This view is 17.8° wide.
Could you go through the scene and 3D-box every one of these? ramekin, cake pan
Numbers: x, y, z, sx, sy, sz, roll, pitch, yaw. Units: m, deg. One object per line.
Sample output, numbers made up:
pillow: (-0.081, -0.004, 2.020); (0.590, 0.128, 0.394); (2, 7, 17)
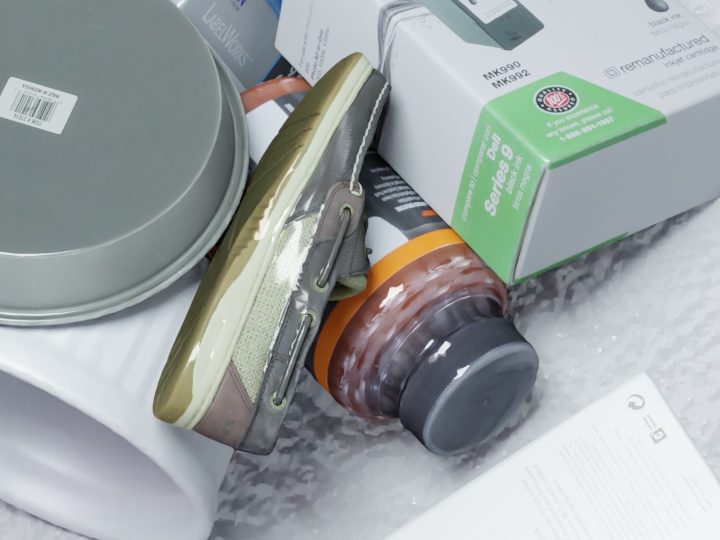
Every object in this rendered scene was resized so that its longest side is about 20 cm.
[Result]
ramekin: (-0.144, 0.046, 1.121); (0.200, 0.201, 0.098); (14, 63, 26)
cake pan: (-0.150, -0.068, 1.061); (0.199, 0.037, 0.201); (3, 58, -4)

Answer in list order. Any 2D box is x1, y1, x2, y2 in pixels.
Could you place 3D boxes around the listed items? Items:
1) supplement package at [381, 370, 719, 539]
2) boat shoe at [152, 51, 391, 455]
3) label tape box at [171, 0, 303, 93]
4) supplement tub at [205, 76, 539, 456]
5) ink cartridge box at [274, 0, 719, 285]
supplement package: (0.093, 0.178, 0.992); (0.200, 0.151, 0.152); (-33, 60, 4)
boat shoe: (-0.028, -0.006, 1.054); (0.066, 0.072, 0.201); (32, 65, -13)
label tape box: (-0.084, -0.119, 1.198); (0.066, 0.143, 0.200); (36, 83, 30)
supplement tub: (0.000, 0.000, 1.134); (0.107, 0.107, 0.200); (-43, 59, -2)
ink cartridge box: (0.073, -0.104, 1.131); (0.146, 0.084, 0.200); (-23, 54, -31)
